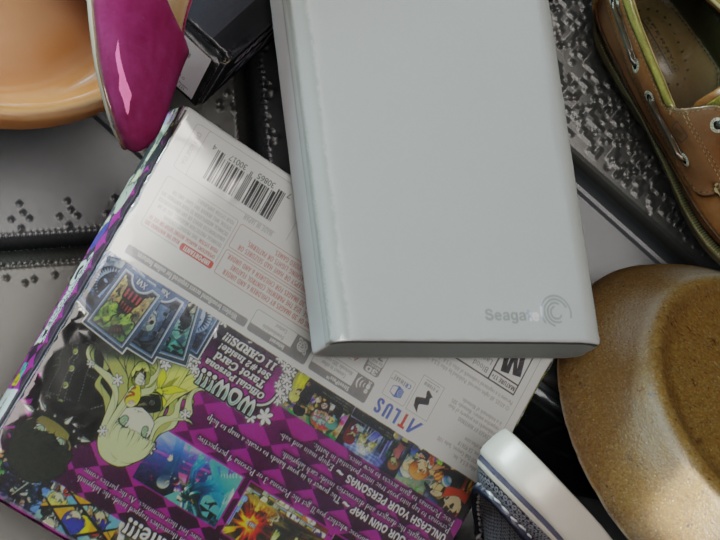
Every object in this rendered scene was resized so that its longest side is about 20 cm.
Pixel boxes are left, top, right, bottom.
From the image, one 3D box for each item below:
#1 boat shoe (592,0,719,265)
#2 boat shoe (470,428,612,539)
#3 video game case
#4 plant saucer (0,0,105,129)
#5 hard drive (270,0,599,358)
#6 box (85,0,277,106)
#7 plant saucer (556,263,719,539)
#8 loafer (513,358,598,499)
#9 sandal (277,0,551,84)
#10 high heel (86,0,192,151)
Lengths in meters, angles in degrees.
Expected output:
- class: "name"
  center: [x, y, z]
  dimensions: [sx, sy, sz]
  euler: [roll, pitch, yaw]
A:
- class: "boat shoe"
  center: [0.167, -0.065, 1.296]
  dimensions: [0.072, 0.068, 0.200]
  euler: [-34, 68, -11]
- class: "boat shoe"
  center: [0.067, 0.149, 1.232]
  dimensions: [0.093, 0.200, 0.075]
  euler: [-40, 54, -7]
- class: "video game case"
  center: [-0.041, 0.059, 1.209]
  dimensions: [0.199, 0.036, 0.182]
  euler: [32, 80, -15]
- class: "plant saucer"
  center: [-0.168, -0.147, 1.260]
  dimensions: [0.199, 0.037, 0.201]
  euler: [10, 60, -18]
- class: "hard drive"
  center: [0.029, -0.063, 1.221]
  dimensions: [0.131, 0.026, 0.201]
  euler: [1, 72, -28]
- class: "box"
  center: [-0.076, -0.205, 1.274]
  dimensions: [0.198, 0.050, 0.200]
  euler: [45, 60, 2]
- class: "plant saucer"
  center: [0.179, 0.072, 1.276]
  dimensions: [0.199, 0.035, 0.201]
  euler: [22, 45, -23]
- class: "loafer"
  center: [0.120, 0.069, 1.312]
  dimensions: [0.199, 0.073, 0.073]
  euler: [34, 63, -12]
- class: "sandal"
  center: [0.043, -0.135, 1.322]
  dimensions: [0.200, 0.076, 0.048]
  euler: [-32, 56, -14]
- class: "high heel"
  center: [-0.060, -0.137, 1.175]
  dimensions: [0.095, 0.068, 0.201]
  euler: [-3, 54, 6]
